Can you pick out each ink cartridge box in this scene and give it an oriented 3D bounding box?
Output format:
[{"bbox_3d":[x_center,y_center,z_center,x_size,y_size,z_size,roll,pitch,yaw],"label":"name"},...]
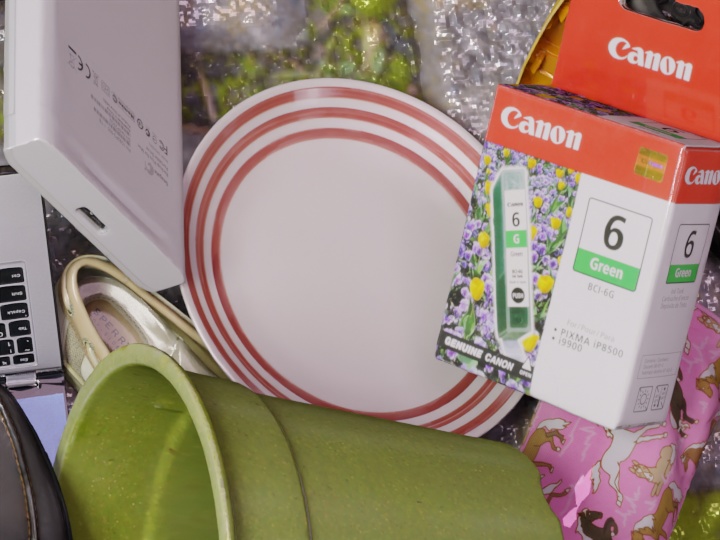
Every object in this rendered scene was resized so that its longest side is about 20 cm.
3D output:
[{"bbox_3d":[0.109,-0.039,1.259,0.109,0.050,0.202,21,104,35],"label":"ink cartridge box"}]

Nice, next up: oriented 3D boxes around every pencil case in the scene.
[{"bbox_3d":[0.119,0.103,1.314,0.082,0.087,0.201,11,69,30],"label":"pencil case"}]

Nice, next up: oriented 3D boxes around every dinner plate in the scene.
[{"bbox_3d":[0.000,0.000,1.331,0.199,0.024,0.202,11,61,-20],"label":"dinner plate"}]

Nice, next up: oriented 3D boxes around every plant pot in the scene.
[{"bbox_3d":[-0.018,0.135,1.201,0.189,0.200,0.202,2,74,-29],"label":"plant pot"}]

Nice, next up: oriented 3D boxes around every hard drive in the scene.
[{"bbox_3d":[-0.123,-0.107,1.274,0.026,0.132,0.201,-18,54,19],"label":"hard drive"}]

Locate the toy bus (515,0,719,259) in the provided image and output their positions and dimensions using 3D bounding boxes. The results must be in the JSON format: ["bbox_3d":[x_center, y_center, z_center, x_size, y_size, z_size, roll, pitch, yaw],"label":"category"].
[{"bbox_3d":[0.201,-0.123,1.375,0.199,0.136,0.193,27,58,-1],"label":"toy bus"}]

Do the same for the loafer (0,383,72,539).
[{"bbox_3d":[-0.162,0.136,1.175,0.072,0.072,0.201,-13,73,3],"label":"loafer"}]

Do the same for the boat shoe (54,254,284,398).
[{"bbox_3d":[-0.070,0.073,1.293,0.073,0.063,0.201,-42,86,-18],"label":"boat shoe"}]

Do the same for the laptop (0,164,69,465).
[{"bbox_3d":[-0.223,0.073,1.228,0.186,0.201,0.116,-7,43,-7],"label":"laptop"}]
